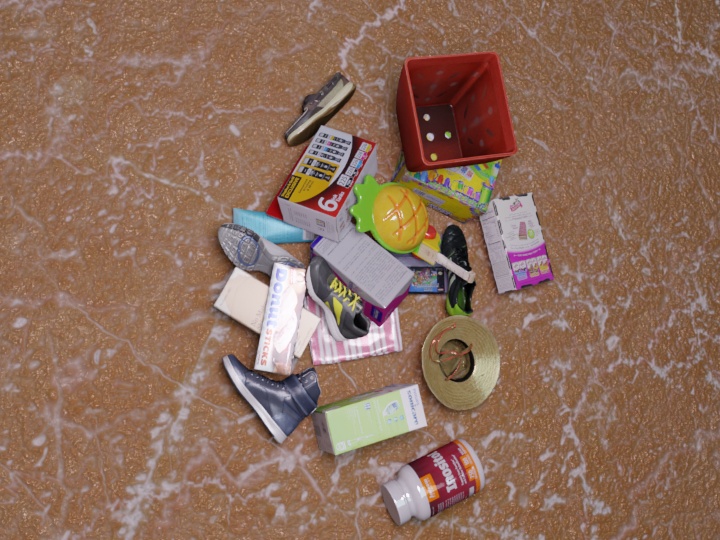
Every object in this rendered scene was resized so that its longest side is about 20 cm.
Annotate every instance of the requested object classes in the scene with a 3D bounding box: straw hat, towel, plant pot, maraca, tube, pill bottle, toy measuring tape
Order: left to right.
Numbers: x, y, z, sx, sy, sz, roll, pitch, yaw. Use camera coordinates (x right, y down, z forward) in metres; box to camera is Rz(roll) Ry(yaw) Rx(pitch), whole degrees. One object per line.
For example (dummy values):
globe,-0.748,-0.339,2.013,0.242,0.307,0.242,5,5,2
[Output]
tube,-0.165,-0.087,1.487,0.194,0.050,0.080,0,85,-12
towel,-0.014,0.109,1.497,0.194,0.030,0.151,-9,85,-7
maraca,0.059,-0.111,1.434,0.197,0.106,0.141,20,71,-35
pill bottle,0.147,0.435,1.473,0.196,0.113,0.115,-22,89,-18
toy measuring tape,0.165,-0.043,1.513,0.198,0.074,0.074,31,74,21
plant pot,0.167,-0.289,1.417,0.195,0.176,0.206,-9,83,-16
straw hat,0.195,0.189,1.534,0.196,0.085,0.207,0,89,-25

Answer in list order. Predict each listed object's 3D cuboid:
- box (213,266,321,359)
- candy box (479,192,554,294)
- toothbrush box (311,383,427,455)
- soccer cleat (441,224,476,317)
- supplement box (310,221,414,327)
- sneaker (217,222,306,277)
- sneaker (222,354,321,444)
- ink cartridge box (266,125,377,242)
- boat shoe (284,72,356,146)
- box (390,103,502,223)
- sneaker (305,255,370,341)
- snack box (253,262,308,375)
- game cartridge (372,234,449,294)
box,-0.183,0.084,1.426,0.197,0.078,0.096,30,82,-4
candy box,0.345,-0.062,1.608,0.134,0.060,0.205,-11,86,-36
toothbrush box,0.013,0.292,1.436,0.195,0.145,0.088,-12,85,-17
soccer cleat,0.214,0.001,1.538,0.066,0.081,0.206,0,83,-24
supplement box,0.000,0.000,1.457,0.198,0.102,0.104,37,66,14
sneaker,-0.201,-0.033,1.433,0.198,0.087,0.075,34,95,-28
sneaker,-0.166,0.214,1.420,0.145,0.077,0.204,-39,99,-8
ink cartridge box,-0.081,-0.183,1.450,0.172,0.085,0.203,19,61,15
boat shoe,-0.095,-0.343,1.534,0.065,0.073,0.200,44,69,5
box,0.193,-0.240,1.572,0.196,0.122,0.197,23,77,-11
sneaker,-0.038,0.052,1.409,0.203,0.083,0.075,64,38,-32
snack box,-0.150,0.093,1.377,0.070,0.024,0.206,11,83,-7
game cartridge,0.122,-0.014,1.569,0.195,0.038,0.133,1,79,-16
